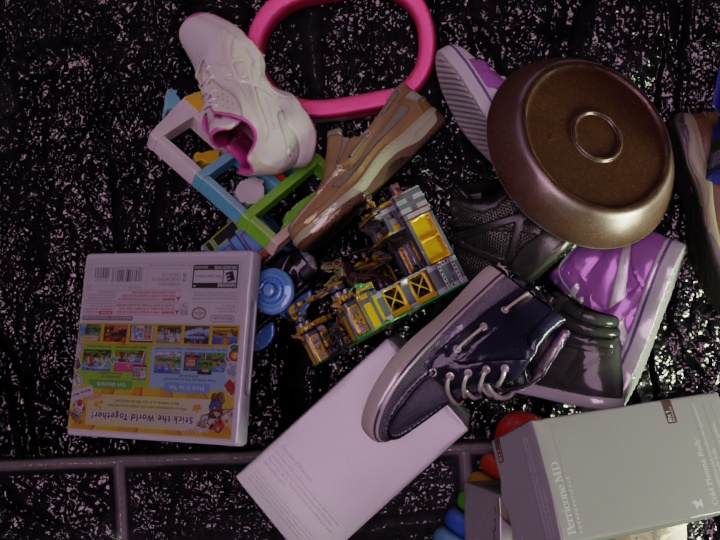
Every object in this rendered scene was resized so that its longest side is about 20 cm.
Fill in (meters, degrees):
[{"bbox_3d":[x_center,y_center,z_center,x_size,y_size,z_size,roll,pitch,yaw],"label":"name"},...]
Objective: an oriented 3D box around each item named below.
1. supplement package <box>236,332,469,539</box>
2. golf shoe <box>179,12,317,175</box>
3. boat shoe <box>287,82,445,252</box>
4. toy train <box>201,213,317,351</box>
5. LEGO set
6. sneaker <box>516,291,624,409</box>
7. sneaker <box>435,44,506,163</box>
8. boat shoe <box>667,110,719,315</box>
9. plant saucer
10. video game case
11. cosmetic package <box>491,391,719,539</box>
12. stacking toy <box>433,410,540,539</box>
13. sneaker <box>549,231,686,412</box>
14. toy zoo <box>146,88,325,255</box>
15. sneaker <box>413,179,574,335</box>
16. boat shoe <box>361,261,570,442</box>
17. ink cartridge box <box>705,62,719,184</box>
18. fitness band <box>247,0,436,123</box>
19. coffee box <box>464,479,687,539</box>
[{"bbox_3d":[-0.002,0.171,0.989,0.200,0.117,0.117,-43,84,5],"label":"supplement package"},{"bbox_3d":[-0.129,-0.175,0.994,0.091,0.076,0.200,-29,71,-35],"label":"golf shoe"},{"bbox_3d":[-0.008,-0.105,0.983,0.076,0.072,0.200,45,71,1],"label":"boat shoe"},{"bbox_3d":[-0.138,0.031,1.029,0.200,0.087,0.115,-40,75,7],"label":"toy train"},{"bbox_3d":[0.000,0.000,0.940,0.153,0.200,0.117,-27,85,-15],"label":"LEGO set"},{"bbox_3d":[0.155,0.066,0.947,0.198,0.071,0.101,8,89,25],"label":"sneaker"},{"bbox_3d":[0.166,-0.161,1.009,0.114,0.073,0.201,-35,80,-13],"label":"sneaker"},{"bbox_3d":[0.353,-0.060,0.972,0.073,0.076,0.203,-12,87,1],"label":"boat shoe"},{"bbox_3d":[0.215,-0.119,0.944,0.198,0.035,0.203,7,67,-17],"label":"plant saucer"},{"bbox_3d":[-0.193,0.073,0.986,0.198,0.023,0.184,-1,79,23],"label":"video game case"},{"bbox_3d":[0.224,0.175,0.873,0.198,0.090,0.108,-6,70,-24],"label":"cosmetic package"},{"bbox_3d":[0.125,0.232,0.994,0.085,0.085,0.202,24,87,7],"label":"stacking toy"},{"bbox_3d":[0.231,0.052,0.987,0.113,0.073,0.203,20,90,20],"label":"sneaker"},{"bbox_3d":[-0.122,-0.117,1.016,0.200,0.021,0.131,41,49,6],"label":"toy zoo"},{"bbox_3d":[0.108,-0.011,0.987,0.115,0.076,0.199,51,120,13],"label":"sneaker"},{"bbox_3d":[0.094,0.088,0.876,0.200,0.075,0.093,-48,53,-7],"label":"boat shoe"},{"bbox_3d":[0.406,-0.131,0.928,0.198,0.076,0.138,19,75,-6],"label":"ink cartridge box"},{"bbox_3d":[-0.020,-0.230,1.041,0.197,0.037,0.146,-7,88,6],"label":"fitness band"},{"bbox_3d":[0.202,0.253,0.942,0.198,0.080,0.115,1,87,-19],"label":"coffee box"}]
